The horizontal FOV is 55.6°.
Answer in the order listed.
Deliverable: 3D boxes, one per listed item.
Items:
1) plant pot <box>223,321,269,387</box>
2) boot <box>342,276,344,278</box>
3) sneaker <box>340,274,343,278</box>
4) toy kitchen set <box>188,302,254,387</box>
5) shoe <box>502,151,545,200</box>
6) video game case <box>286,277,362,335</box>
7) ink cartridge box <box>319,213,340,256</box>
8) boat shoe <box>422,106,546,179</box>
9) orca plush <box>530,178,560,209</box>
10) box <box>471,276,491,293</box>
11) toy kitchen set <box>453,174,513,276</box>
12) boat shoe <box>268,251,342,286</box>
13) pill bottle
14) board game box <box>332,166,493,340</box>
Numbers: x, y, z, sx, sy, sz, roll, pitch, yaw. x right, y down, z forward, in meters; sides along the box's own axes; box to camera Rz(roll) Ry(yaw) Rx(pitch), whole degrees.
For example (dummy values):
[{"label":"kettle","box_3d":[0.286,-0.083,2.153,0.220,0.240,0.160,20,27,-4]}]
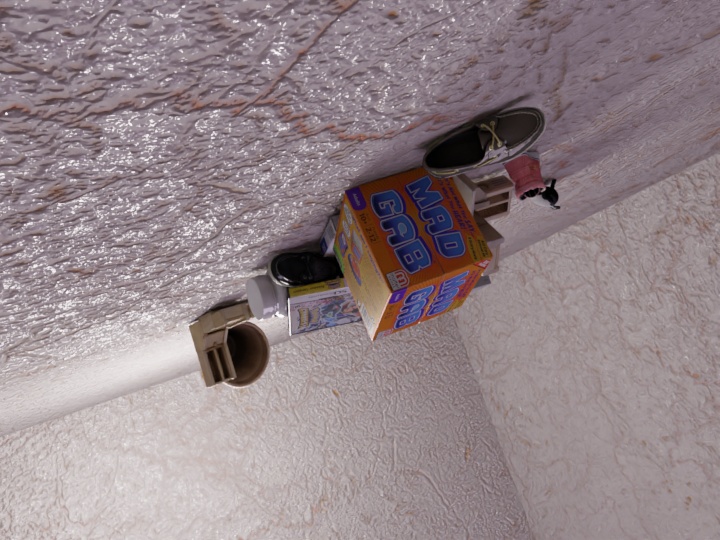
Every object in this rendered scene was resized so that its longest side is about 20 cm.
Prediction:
[{"label":"plant pot","box_3d":[-0.407,0.257,2.164,0.196,0.207,0.173,-16,-172,-31]},{"label":"boot","box_3d":[0.000,0.000,1.622,0.076,0.072,0.202,100,15,-51]},{"label":"sneaker","box_3d":[-0.067,0.044,1.699,0.193,0.072,0.094,-8,150,-5]},{"label":"toy kitchen set","box_3d":[-0.331,0.190,1.843,0.160,0.185,0.198,-15,175,-41]},{"label":"shoe","box_3d":[0.341,-0.192,1.404,0.070,0.093,0.199,-23,172,23]},{"label":"video game case","box_3d":[-0.073,0.078,1.499,0.175,0.026,0.201,-11,153,-10]},{"label":"ink cartridge box","box_3d":[0.020,-0.094,1.396,0.195,0.044,0.196,-18,171,-13]},{"label":"boat shoe","box_3d":[0.188,-0.195,1.048,0.197,0.074,0.060,-20,178,22]},{"label":"orca plush","box_3d":[0.501,-0.221,1.850,0.073,0.103,0.199,-67,159,5]},{"label":"box","box_3d":[0.209,-0.014,1.851,0.196,0.204,0.170,-12,169,-39]},{"label":"toy kitchen set","box_3d":[0.273,-0.133,1.400,0.176,0.201,0.167,-16,129,-18]},{"label":"boat shoe","box_3d":[-0.108,-0.004,1.447,0.065,0.077,0.197,-14,163,38]},{"label":"pill bottle","box_3d":[-0.153,0.039,1.555,0.196,0.117,0.113,-17,172,-28]},{"label":"board game box","box_3d":[0.083,-0.033,1.221,0.195,0.204,0.201,-18,157,-17]}]
